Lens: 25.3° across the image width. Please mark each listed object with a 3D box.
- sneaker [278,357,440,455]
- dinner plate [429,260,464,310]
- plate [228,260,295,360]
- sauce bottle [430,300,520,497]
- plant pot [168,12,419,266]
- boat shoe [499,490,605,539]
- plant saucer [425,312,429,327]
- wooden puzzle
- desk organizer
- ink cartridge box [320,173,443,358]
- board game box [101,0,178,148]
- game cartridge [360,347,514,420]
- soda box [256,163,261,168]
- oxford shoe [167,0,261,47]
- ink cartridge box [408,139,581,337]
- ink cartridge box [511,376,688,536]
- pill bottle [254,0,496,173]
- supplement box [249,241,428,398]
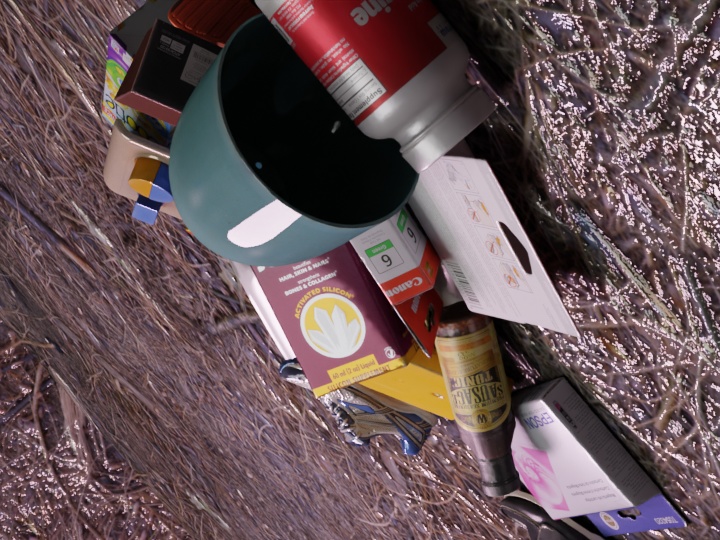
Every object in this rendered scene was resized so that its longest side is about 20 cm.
[{"bbox_3d":[-0.006,0.160,1.864,0.198,0.086,0.077,21,179,-6],"label":"sneaker"},{"bbox_3d":[0.031,-0.028,1.671,0.200,0.024,0.201,40,159,19],"label":"dinner plate"},{"bbox_3d":[-0.117,0.030,1.953,0.200,0.032,0.200,63,177,-32],"label":"plate"},{"bbox_3d":[0.124,0.132,1.635,0.066,0.066,0.202,9,120,59],"label":"sauce bottle"},{"bbox_3d":[-0.072,-0.096,1.378,0.201,0.201,0.161,50,139,-4],"label":"plant pot"},{"bbox_3d":[0.224,0.314,1.818,0.199,0.068,0.072,33,165,41],"label":"boat shoe"},{"bbox_3d":[0.000,0.000,1.687,0.199,0.031,0.201,35,155,19],"label":"plant saucer"},{"bbox_3d":[-0.190,-0.075,1.740,0.199,0.047,0.185,27,161,-5],"label":"wooden puzzle"},{"bbox_3d":[-0.123,-0.157,1.503,0.199,0.072,0.077,22,170,-22],"label":"desk organizer"},{"bbox_3d":[0.041,-0.028,1.532,0.050,0.109,0.201,-25,112,23],"label":"ink cartridge box"},{"bbox_3d":[-0.203,-0.202,1.712,0.103,0.105,0.200,45,158,7],"label":"board game box"},{"bbox_3d":[0.046,0.105,1.738,0.199,0.033,0.176,24,163,-12],"label":"game cartridge"},{"bbox_3d":[-0.122,-0.147,1.598,0.200,0.068,0.064,37,-178,-36],"label":"soda box"},{"bbox_3d":[-0.112,-0.219,1.557,0.199,0.071,0.073,30,158,39],"label":"oxford shoe"},{"bbox_3d":[0.117,-0.039,1.452,0.173,0.044,0.201,12,139,56],"label":"ink cartridge box"},{"bbox_3d":[0.224,0.210,1.679,0.200,0.043,0.196,50,159,-1],"label":"ink cartridge box"},{"bbox_3d":[0.015,-0.182,1.305,0.200,0.112,0.112,50,159,-4],"label":"pill bottle"},{"bbox_3d":[-0.030,0.007,1.567,0.110,0.086,0.201,-21,103,24],"label":"supplement box"}]
